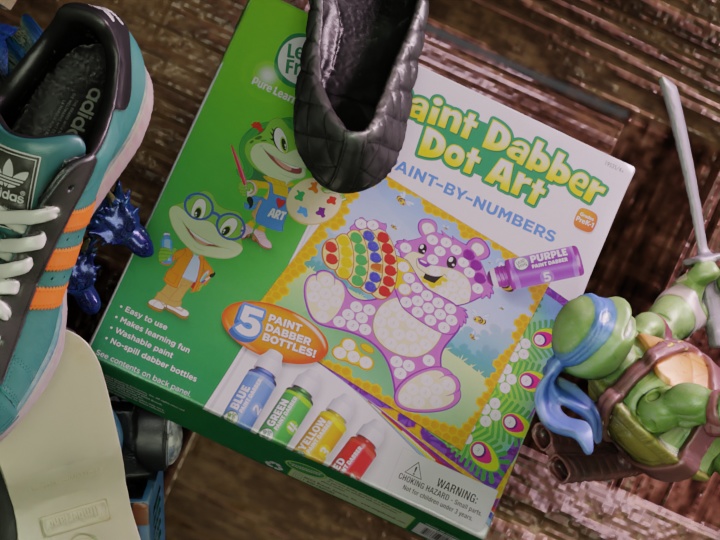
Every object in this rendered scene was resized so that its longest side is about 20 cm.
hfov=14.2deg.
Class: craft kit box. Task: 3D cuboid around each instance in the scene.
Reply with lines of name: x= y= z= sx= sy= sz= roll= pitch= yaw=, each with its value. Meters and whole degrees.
craft kit box: x=0.000 y=0.000 z=1.325 sx=0.200 sy=0.049 sz=0.198 roll=24 pitch=68 yaw=-4

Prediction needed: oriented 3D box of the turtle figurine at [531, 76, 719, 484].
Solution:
turtle figurine: x=0.188 y=0.043 z=1.306 sx=0.194 sy=0.144 sz=0.200 roll=47 pitch=63 yaw=-29

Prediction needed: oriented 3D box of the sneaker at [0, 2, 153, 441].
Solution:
sneaker: x=-0.147 y=-0.022 z=1.196 sx=0.071 sy=0.080 sz=0.200 roll=17 pitch=73 yaw=11

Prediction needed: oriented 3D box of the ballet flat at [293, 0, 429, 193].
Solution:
ballet flat: x=0.007 y=-0.129 z=1.314 sx=0.066 sy=0.057 sz=0.200 roll=9 pitch=66 yaw=-12

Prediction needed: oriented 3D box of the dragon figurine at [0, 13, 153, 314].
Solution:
dragon figurine: x=-0.157 y=-0.075 z=1.287 sx=0.059 sy=0.099 sz=0.200 roll=-32 pitch=96 yaw=-7

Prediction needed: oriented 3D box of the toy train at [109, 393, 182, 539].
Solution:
toy train: x=-0.181 y=0.101 z=1.338 sx=0.200 sy=0.087 sz=0.114 roll=-1 pitch=106 yaw=1

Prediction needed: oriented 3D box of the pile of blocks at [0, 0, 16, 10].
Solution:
pile of blocks: x=-0.113 y=-0.193 z=1.311 sx=0.200 sy=0.062 sz=0.082 roll=-33 pitch=107 yaw=-10

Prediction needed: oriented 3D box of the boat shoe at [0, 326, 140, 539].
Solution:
boat shoe: x=-0.134 y=0.122 z=1.262 sx=0.074 sy=0.063 sz=0.202 roll=-8 pitch=95 yaw=-19
